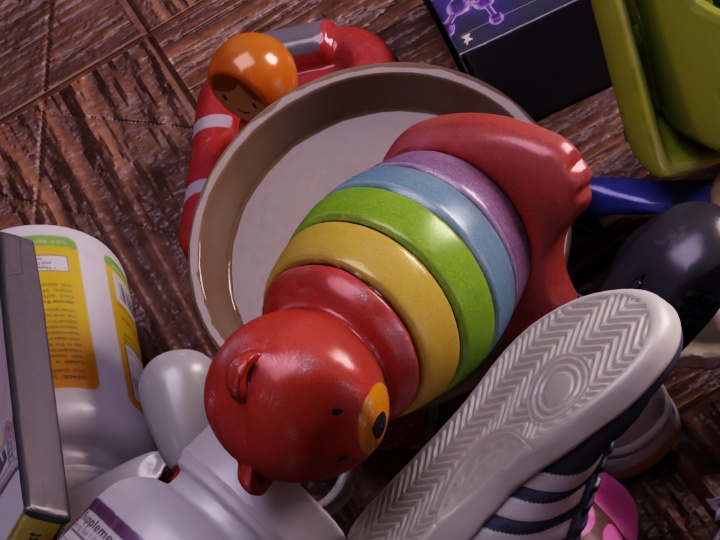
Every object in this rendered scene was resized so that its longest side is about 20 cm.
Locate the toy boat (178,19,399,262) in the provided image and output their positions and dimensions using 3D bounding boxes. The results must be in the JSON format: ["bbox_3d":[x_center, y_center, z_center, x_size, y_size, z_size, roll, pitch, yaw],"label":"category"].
[{"bbox_3d":[-0.049,-0.082,1.437,0.130,0.131,0.200,-11,47,16],"label":"toy boat"}]

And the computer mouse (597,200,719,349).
[{"bbox_3d":[0.103,0.047,1.160,0.200,0.034,0.059,-51,54,13],"label":"computer mouse"}]

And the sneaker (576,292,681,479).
[{"bbox_3d":[0.089,0.026,1.310,0.075,0.088,0.200,-44,46,-14],"label":"sneaker"}]

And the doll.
[{"bbox_3d":[0.105,-0.037,1.351,0.199,0.136,0.049,1,93,19],"label":"doll"}]

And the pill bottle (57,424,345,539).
[{"bbox_3d":[-0.103,0.166,1.134,0.200,0.112,0.112,-46,48,-10],"label":"pill bottle"}]

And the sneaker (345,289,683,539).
[{"bbox_3d":[0.084,0.092,1.116,0.200,0.084,0.075,-44,32,23],"label":"sneaker"}]

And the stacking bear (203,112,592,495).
[{"bbox_3d":[0.006,0.022,1.128,0.113,0.122,0.200,23,42,24],"label":"stacking bear"}]

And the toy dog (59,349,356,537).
[{"bbox_3d":[-0.093,0.151,1.259,0.096,0.132,0.201,-24,45,57],"label":"toy dog"}]

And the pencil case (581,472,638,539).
[{"bbox_3d":[0.116,0.182,1.163,0.091,0.093,0.200,-58,32,35],"label":"pencil case"}]

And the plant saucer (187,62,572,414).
[{"bbox_3d":[0.011,-0.014,1.273,0.199,0.029,0.201,-5,64,11],"label":"plant saucer"}]

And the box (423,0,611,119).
[{"bbox_3d":[0.137,-0.186,1.484,0.199,0.079,0.141,-25,48,2],"label":"box"}]

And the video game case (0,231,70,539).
[{"bbox_3d":[-0.202,0.110,1.254,0.181,0.025,0.200,-57,31,31],"label":"video game case"}]

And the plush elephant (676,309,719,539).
[{"bbox_3d":[0.224,0.028,1.193,0.200,0.165,0.155,-35,67,26],"label":"plush elephant"}]

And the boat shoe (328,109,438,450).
[{"bbox_3d":[0.000,0.000,1.339,0.071,0.062,0.201,-24,68,35],"label":"boat shoe"}]

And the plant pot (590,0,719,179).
[{"bbox_3d":[0.230,-0.155,1.284,0.181,0.201,0.199,-12,5,45],"label":"plant pot"}]

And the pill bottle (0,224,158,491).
[{"bbox_3d":[-0.170,0.080,1.363,0.111,0.111,0.200,-21,45,6],"label":"pill bottle"}]
